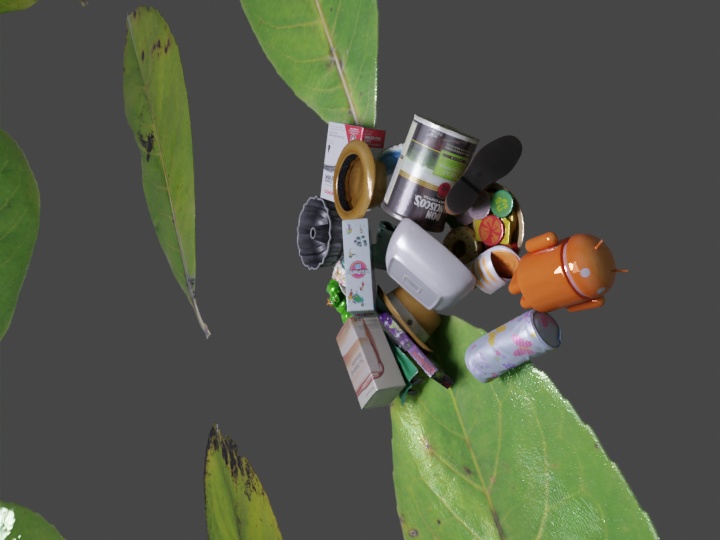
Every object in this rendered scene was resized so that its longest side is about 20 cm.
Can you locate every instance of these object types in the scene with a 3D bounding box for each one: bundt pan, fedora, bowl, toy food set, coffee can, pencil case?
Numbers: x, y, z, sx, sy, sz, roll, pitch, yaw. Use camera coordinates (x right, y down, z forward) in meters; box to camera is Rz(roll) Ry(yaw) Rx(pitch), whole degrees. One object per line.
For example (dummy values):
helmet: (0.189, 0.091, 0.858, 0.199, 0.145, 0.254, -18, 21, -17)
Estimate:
bundt pan: (-0.100, -0.102, 1.554, 0.201, 0.075, 0.206, -4, 86, 58)
fedora: (0.122, 0.092, 1.278, 0.082, 0.201, 0.201, -41, 55, 2)
bowl: (0.129, 0.004, 1.157, 0.199, 0.075, 0.200, 41, 166, 7)
toy food set: (0.251, -0.088, 1.162, 0.199, 0.048, 0.202, 11, 102, 50)
coffee can: (0.142, -0.202, 1.167, 0.146, 0.145, 0.203, 38, 115, 41)
pencil case: (0.297, 0.152, 1.103, 0.091, 0.083, 0.200, 43, 134, -5)
fedora: (0.006, -0.203, 1.312, 0.200, 0.081, 0.204, 10, 102, 60)

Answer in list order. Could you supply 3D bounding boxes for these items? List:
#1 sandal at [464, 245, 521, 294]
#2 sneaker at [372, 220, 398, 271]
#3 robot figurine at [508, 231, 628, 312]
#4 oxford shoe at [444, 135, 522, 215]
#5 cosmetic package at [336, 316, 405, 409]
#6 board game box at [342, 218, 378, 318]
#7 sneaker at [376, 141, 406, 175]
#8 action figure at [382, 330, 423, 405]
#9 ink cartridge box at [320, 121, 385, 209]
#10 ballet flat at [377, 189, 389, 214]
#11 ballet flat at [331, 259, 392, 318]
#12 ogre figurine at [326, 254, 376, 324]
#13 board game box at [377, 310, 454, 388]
sandal: (0.243, 0.019, 1.133, 0.079, 0.060, 0.206, 39, 146, -12)
sneaker: (0.043, -0.067, 1.396, 0.198, 0.073, 0.120, 8, 106, 41)
robot figurine: (0.358, 0.004, 0.989, 0.199, 0.115, 0.146, -26, 74, 48)
oxford shoe: (0.236, -0.189, 1.110, 0.071, 0.200, 0.071, 47, 177, 1)
cosmetic package: (0.021, 0.220, 1.365, 0.104, 0.086, 0.202, -59, 44, 42)
board game box: (0.000, 0.000, 1.279, 0.148, 0.063, 0.204, 61, -155, -78)
sneaker: (0.111, -0.247, 1.296, 0.199, 0.078, 0.092, -13, 87, 50)
action figure: (0.083, 0.218, 1.394, 0.201, 0.054, 0.119, 55, 134, 41)
ink cartridge box: (-0.022, -0.271, 1.448, 0.143, 0.083, 0.204, 24, 112, 46)
ballet flat: (0.089, -0.158, 1.343, 0.199, 0.067, 0.063, 13, 114, 49)
ballet flat: (0.000, 0.059, 1.390, 0.064, 0.075, 0.201, -49, 68, 24)
ogre figurine: (-0.024, 0.064, 1.484, 0.120, 0.098, 0.201, -45, 74, 22)
board game box: (0.127, 0.181, 1.290, 0.032, 0.120, 0.200, -47, 54, 6)
